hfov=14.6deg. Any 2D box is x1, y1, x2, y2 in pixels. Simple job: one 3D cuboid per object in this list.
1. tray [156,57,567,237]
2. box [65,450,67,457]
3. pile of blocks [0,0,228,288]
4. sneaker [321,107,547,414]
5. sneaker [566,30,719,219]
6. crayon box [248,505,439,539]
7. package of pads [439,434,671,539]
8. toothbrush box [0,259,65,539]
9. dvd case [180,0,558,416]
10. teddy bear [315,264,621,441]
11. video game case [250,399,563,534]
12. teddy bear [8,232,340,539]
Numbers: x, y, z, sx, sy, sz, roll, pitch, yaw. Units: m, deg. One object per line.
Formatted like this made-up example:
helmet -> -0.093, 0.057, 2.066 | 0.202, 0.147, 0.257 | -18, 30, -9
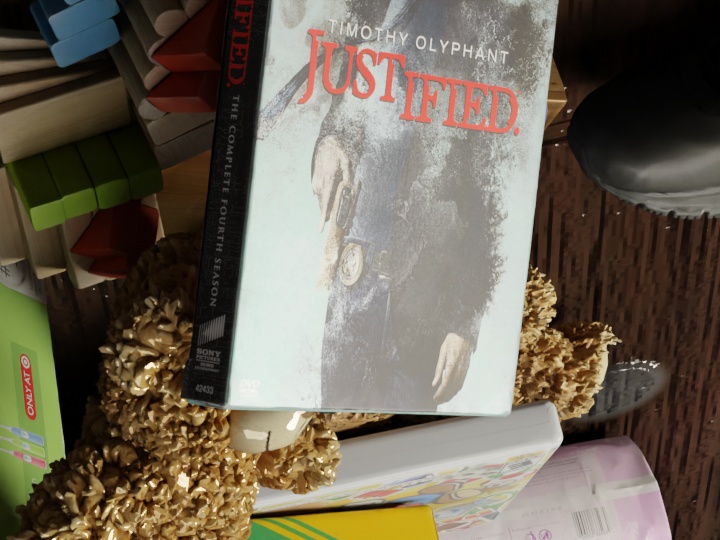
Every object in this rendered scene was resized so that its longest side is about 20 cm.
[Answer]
tray -> -0.033, -0.050, 1.038 | 0.200, 0.037, 0.099 | 0, 147, -30
box -> -0.225, 0.128, 1.171 | 0.160, 0.044, 0.200 | -28, 168, 20
pile of blocks -> -0.077, -0.064, 0.910 | 0.082, 0.062, 0.200 | 0, 131, -28
sneaker -> 0.000, 0.000, 1.024 | 0.070, 0.078, 0.200 | 13, 139, -42
sneaker -> 0.171, -0.086, 1.066 | 0.200, 0.076, 0.091 | -19, 142, -11
crayon box -> -0.053, 0.143, 1.194 | 0.200, 0.052, 0.126 | 0, 161, -40
package of pads -> 0.045, 0.148, 1.382 | 0.200, 0.076, 0.121 | -10, 152, -13
toothbrush box -> -0.198, 0.036, 0.974 | 0.086, 0.146, 0.200 | -22, 153, 26
dvd case -> 0.009, -0.054, 0.896 | 0.022, 0.200, 0.146 | 6, 180, 40
teddy bear -> 0.025, 0.043, 1.214 | 0.200, 0.067, 0.145 | -4, 159, -34
video game case -> -0.024, 0.105, 1.222 | 0.200, 0.023, 0.182 | -11, 166, -10
teddy bear -> -0.065, 0.086, 0.947 | 0.145, 0.067, 0.200 | 16, 109, -54
